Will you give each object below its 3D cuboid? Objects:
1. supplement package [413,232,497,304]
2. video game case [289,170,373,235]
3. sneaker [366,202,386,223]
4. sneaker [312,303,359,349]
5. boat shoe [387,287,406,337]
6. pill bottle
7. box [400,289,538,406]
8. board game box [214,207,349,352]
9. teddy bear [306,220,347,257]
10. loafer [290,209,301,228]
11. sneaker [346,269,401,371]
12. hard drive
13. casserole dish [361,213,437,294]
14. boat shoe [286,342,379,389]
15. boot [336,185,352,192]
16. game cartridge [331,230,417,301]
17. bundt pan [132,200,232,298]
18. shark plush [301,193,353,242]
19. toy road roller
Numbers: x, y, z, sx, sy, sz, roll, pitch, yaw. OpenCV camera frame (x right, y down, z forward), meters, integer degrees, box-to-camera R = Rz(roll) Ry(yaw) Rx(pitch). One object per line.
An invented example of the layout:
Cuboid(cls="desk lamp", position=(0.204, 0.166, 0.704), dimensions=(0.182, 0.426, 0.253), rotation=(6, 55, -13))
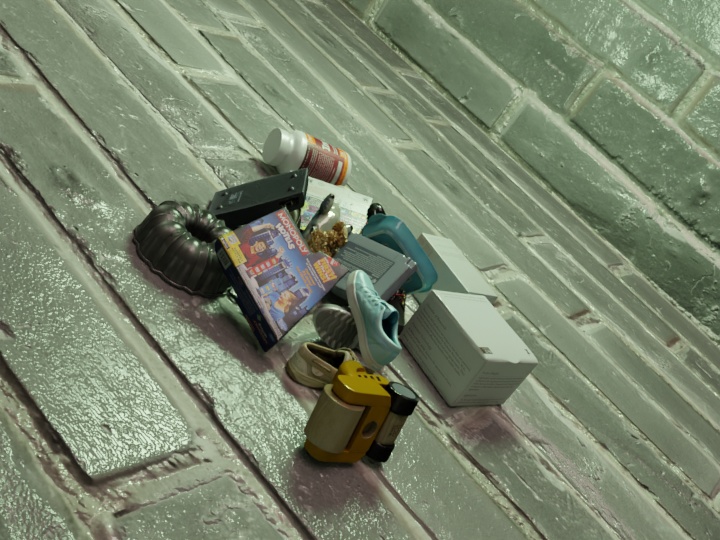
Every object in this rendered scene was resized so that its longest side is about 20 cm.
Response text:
Cuboid(cls="supplement package", position=(0.194, 0.029, 2.024), dimensions=(0.116, 0.118, 0.201), rotation=(11, 34, -46))
Cuboid(cls="video game case", position=(-0.081, -0.122, 1.905), dimensions=(0.197, 0.036, 0.183), rotation=(18, 41, -4))
Cuboid(cls="sneaker", position=(0.075, -0.065, 1.898), dimensions=(0.070, 0.089, 0.203), rotation=(-122, -167, -60))
Cuboid(cls="sneaker", position=(-0.028, 0.102, 1.664), dimensions=(0.199, 0.075, 0.082), rotation=(28, 16, -48))
Cuboid(cls="boat shoe", position=(0.054, 0.053, 1.736), dimensions=(0.073, 0.063, 0.203), rotation=(32, 23, -24))
Cuboid(cls="pill bottle", position=(-0.128, -0.261, 2.110), dimensions=(0.198, 0.114, 0.114), rotation=(20, 29, -34))
Cuboid(cls="box", position=(0.219, 0.158, 1.811), dimensions=(0.197, 0.131, 0.201), rotation=(8, 36, -48))
Cuboid(cls="board game box", position=(-0.127, 0.004, 1.535), dimensions=(0.198, 0.062, 0.202), rotation=(-26, 83, -37))
Cuboid(cls="teddy bear", position=(-0.098, -0.024, 1.674), dimensions=(0.067, 0.200, 0.145), rotation=(46, -21, 1))
Cuboid(cls="loafer", position=(-0.156, -0.093, 1.764), dimensions=(0.072, 0.072, 0.201), rotation=(18, 39, -2))
Cuboid(cls="sneaker", position=(0.034, 0.077, 1.595), dimensions=(0.074, 0.081, 0.203), rotation=(27, 40, -49))
Cuboid(cls="hard drive", position=(-0.196, -0.139, 1.740), dimensions=(0.136, 0.196, 0.043), rotation=(-88, 163, -62))
Cuboid(cls="casserole dish", position=(0.075, -0.024, 1.823), dimensions=(0.201, 0.120, 0.039), rotation=(55, 46, -17))
Cuboid(cls="boat shoe", position=(-0.031, 0.170, 1.526), dimensions=(0.198, 0.065, 0.073), rotation=(20, 28, -33))
Cuboid(cls="boot", position=(0.001, -0.113, 2.001), dimensions=(0.198, 0.075, 0.108), rotation=(33, 59, 4))
Cuboid(cls="game cartridge", position=(0.000, 0.000, 1.745), dimensions=(0.133, 0.041, 0.199), rotation=(-41, 45, -25))
Cuboid(cls="bundt pan", position=(-0.290, -0.049, 1.553), dimensions=(0.200, 0.076, 0.203), rotation=(31, 24, -15))
Cuboid(cls="shark plush", position=(-0.095, -0.062, 1.787), dimensions=(0.083, 0.202, 0.091), rotation=(1, -37, 49))
Cuboid(cls="toy road roller", position=(-0.019, 0.213, 1.409), dimensions=(0.198, 0.124, 0.146), rotation=(13, 19, -47))
